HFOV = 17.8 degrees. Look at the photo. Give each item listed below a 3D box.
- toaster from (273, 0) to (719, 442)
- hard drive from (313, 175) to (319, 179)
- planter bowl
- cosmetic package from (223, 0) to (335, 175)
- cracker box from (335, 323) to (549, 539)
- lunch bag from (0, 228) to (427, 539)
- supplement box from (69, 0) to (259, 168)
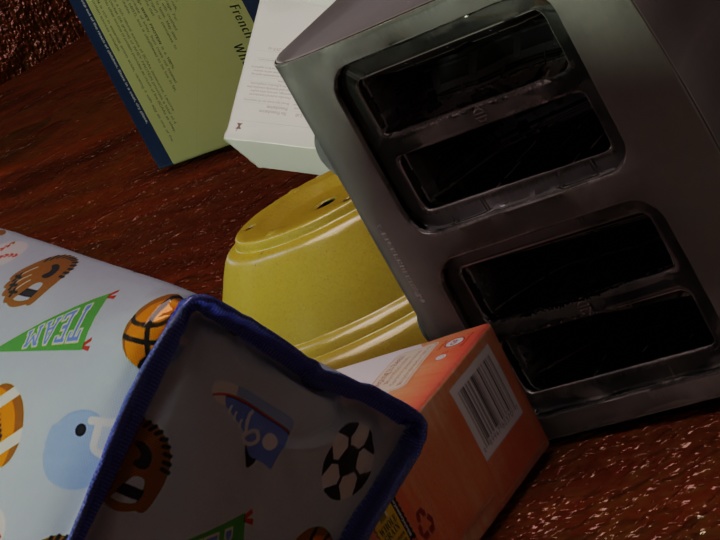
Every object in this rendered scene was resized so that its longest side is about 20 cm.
[{"bbox_3d":[0.091,-0.045,0.848,0.200,0.181,0.119,-18,19,40],"label":"toaster"},{"bbox_3d":[0.045,-0.082,1.414,0.132,0.027,0.200,-17,17,38],"label":"hard drive"},{"bbox_3d":[0.000,0.000,1.061,0.200,0.084,0.200,-25,13,6],"label":"planter bowl"},{"bbox_3d":[0.039,-0.083,1.122,0.199,0.083,0.051,9,-15,24],"label":"cosmetic package"},{"bbox_3d":[-0.046,0.095,0.845,0.200,0.058,0.134,-19,15,33],"label":"cracker box"},{"bbox_3d":[-0.103,0.097,0.712,0.170,0.124,0.200,17,80,54],"label":"lunch bag"},{"bbox_3d":[-0.103,-0.215,1.835,0.199,0.200,0.134,-15,18,44],"label":"supplement box"}]
